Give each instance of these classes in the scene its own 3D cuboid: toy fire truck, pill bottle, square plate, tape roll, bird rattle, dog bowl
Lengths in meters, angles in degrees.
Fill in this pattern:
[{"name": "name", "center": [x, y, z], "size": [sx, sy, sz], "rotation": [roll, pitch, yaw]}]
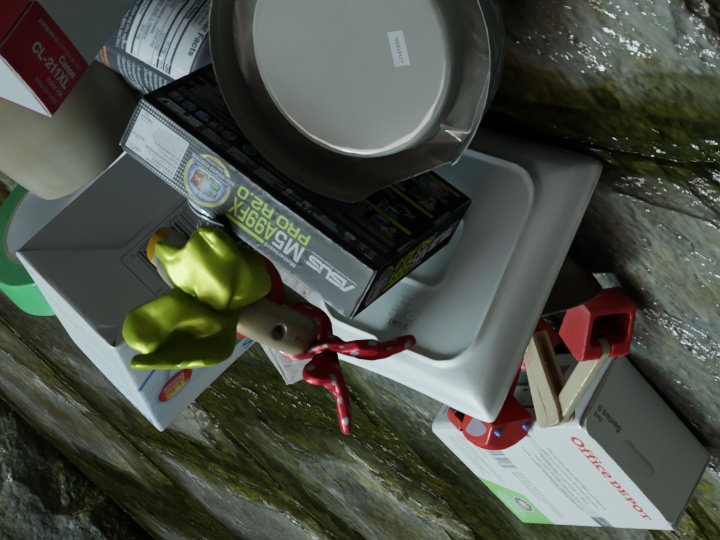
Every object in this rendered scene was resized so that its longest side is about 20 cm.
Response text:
[{"name": "toy fire truck", "center": [0.142, 0.078, 1.621], "size": [0.141, 0.048, 0.201], "rotation": [47, 134, 43]}, {"name": "pill bottle", "center": [-0.130, -0.179, 1.517], "size": [0.199, 0.107, 0.106], "rotation": [31, 162, 16]}, {"name": "square plate", "center": [0.055, -0.015, 1.442], "size": [0.199, 0.200, 0.028], "rotation": [21, 175, 40]}, {"name": "tape roll", "center": [-0.275, -0.049, 1.954], "size": [0.200, 0.201, 0.048], "rotation": [15, 152, 48]}, {"name": "bird rattle", "center": [-0.068, 0.021, 1.389], "size": [0.199, 0.113, 0.163], "rotation": [14, -162, -32]}, {"name": "dog bowl", "center": [0.003, -0.147, 1.276], "size": [0.198, 0.059, 0.202], "rotation": [11, 115, 24]}]

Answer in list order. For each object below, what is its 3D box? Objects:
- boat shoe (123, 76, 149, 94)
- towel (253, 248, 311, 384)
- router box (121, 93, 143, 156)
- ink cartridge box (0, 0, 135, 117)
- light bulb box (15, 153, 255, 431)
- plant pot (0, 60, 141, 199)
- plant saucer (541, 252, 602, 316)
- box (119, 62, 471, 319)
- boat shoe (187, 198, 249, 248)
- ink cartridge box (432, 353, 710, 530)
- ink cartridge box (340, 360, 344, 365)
[{"name": "boat shoe", "center": [-0.133, -0.152, 1.664], "size": [0.063, 0.071, 0.200], "rotation": [26, 167, 31]}, {"name": "towel", "center": [0.000, 0.000, 1.613], "size": [0.032, 0.199, 0.191], "rotation": [61, 177, 30]}, {"name": "router box", "center": [-0.247, -0.170, 1.847], "size": [0.179, 0.049, 0.200], "rotation": [14, 151, 49]}, {"name": "ink cartridge box", "center": [-0.227, -0.227, 1.426], "size": [0.145, 0.201, 0.083], "rotation": [22, 161, 37]}, {"name": "light bulb box", "center": [-0.149, -0.003, 1.638], "size": [0.125, 0.198, 0.200], "rotation": [43, 168, 21]}, {"name": "plant pot", "center": [-0.273, -0.160, 1.648], "size": [0.174, 0.200, 0.199], "rotation": [51, 157, -25]}, {"name": "plant saucer", "center": [0.084, 0.007, 1.535], "size": [0.200, 0.199, 0.037], "rotation": [8, 108, 56]}, {"name": "box", "center": [-0.041, -0.066, 1.364], "size": [0.199, 0.160, 0.044], "rotation": [36, 121, 10]}, {"name": "boat shoe", "center": [-0.084, -0.047, 1.445], "size": [0.072, 0.071, 0.200], "rotation": [27, -165, 6]}, {"name": "ink cartridge box", "center": [0.183, 0.150, 1.753], "size": [0.146, 0.084, 0.199], "rotation": [46, 151, -25]}, {"name": "ink cartridge box", "center": [-0.059, -0.006, 1.820], "size": [0.200, 0.104, 0.059], "rotation": [41, 165, -14]}]
